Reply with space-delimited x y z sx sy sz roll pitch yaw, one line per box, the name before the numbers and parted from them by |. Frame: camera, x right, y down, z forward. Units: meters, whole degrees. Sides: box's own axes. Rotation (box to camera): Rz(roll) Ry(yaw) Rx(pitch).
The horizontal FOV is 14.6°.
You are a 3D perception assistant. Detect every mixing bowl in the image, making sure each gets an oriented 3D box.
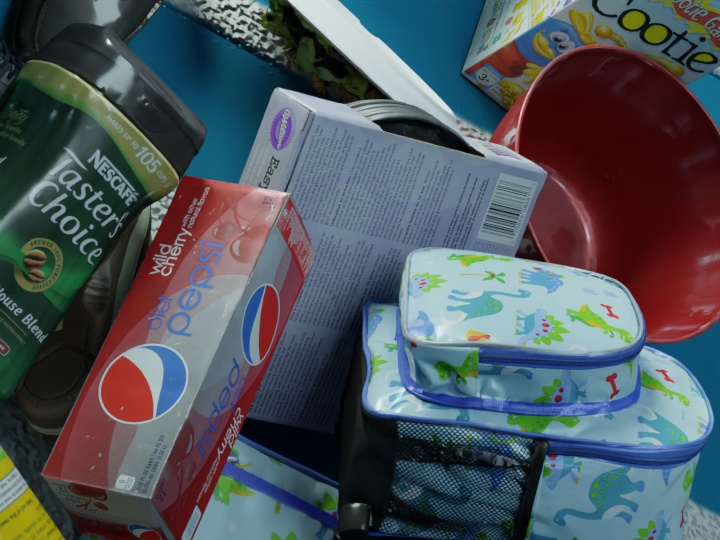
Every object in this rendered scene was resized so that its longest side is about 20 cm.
mixing bowl | 0.144 -0.036 1.840 0.200 0.108 0.200 15 65 -35

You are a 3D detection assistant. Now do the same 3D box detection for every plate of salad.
plate of salad | -0.008 -0.127 1.753 0.200 0.048 0.200 43 6 -5

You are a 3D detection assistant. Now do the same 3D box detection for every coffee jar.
coffee jar | -0.176 -0.034 1.517 0.104 0.085 0.200 45 74 -29

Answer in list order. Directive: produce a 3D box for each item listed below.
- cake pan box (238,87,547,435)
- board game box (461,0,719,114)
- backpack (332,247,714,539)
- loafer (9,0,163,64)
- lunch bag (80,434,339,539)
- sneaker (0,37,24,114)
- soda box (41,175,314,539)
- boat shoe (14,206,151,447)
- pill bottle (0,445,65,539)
cake pan box | 0.000 0.000 1.657 0.184 0.052 0.200 10 106 -39
board game box | 0.180 -0.179 1.888 0.103 0.200 0.105 37 49 -21
backpack | 0.095 0.079 1.576 0.200 0.147 0.183 11 21 -4
loafer | -0.145 -0.181 1.690 0.073 0.072 0.200 43 47 -18
lunch bag | -0.063 0.176 1.573 0.200 0.082 0.161 31 48 -28
sneaker | -0.203 -0.098 1.567 0.200 0.081 0.074 -5 39 -41
soda box | -0.095 0.049 1.513 0.200 0.070 0.063 -66 152 -28
boat shoe | -0.151 0.022 1.594 0.075 0.075 0.202 61 29 -44
pill bottle | -0.182 0.189 1.435 0.200 0.111 0.111 56 44 -3
